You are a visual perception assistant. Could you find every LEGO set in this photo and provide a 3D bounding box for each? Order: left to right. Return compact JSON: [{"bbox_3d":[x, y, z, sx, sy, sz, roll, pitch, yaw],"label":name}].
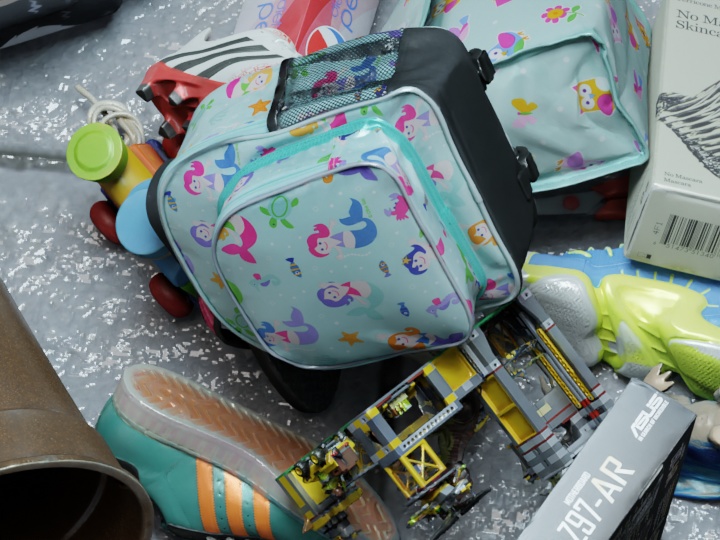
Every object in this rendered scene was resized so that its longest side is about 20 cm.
[{"bbox_3d":[0.060,0.111,1.577,0.116,0.154,0.200,53,46,3],"label":"LEGO set"}]

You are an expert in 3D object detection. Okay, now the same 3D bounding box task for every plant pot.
[{"bbox_3d":[-0.252,0.106,1.614,0.200,0.200,0.198,-23,55,-8],"label":"plant pot"}]

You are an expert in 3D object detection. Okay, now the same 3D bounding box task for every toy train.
[{"bbox_3d":[-0.156,-0.067,1.722,0.085,0.116,0.200,-43,66,5],"label":"toy train"}]

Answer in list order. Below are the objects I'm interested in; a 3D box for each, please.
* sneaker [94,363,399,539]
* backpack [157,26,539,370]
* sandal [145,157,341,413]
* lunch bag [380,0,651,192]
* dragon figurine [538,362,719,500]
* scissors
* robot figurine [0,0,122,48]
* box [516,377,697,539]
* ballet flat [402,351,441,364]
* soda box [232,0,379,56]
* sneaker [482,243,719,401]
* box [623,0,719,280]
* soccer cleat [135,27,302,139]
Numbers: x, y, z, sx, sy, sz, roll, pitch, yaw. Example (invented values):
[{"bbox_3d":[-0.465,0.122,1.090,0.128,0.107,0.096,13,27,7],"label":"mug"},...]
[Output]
[{"bbox_3d":[-0.074,0.138,1.650,0.200,0.080,0.071,30,27,2],"label":"sneaker"},{"bbox_3d":[-0.015,-0.034,1.550,0.200,0.178,0.151,-9,36,28],"label":"backpack"},{"bbox_3d":[-0.076,0.009,1.667,0.045,0.200,0.075,-11,38,40],"label":"sandal"},{"bbox_3d":[0.078,-0.123,1.705,0.200,0.122,0.170,-16,30,18],"label":"lunch bag"},{"bbox_3d":[0.210,0.105,1.644,0.200,0.099,0.059,-1,62,26],"label":"dragon figurine"},{"bbox_3d":[0.152,-0.040,1.751,0.200,0.014,0.073,-16,64,-6],"label":"scissors"},{"bbox_3d":[-0.236,-0.216,1.817,0.200,0.150,0.125,-18,84,-6],"label":"robot figurine"},{"bbox_3d":[0.125,0.169,1.536,0.043,0.200,0.160,32,69,15],"label":"box"},{"bbox_3d":[0.000,0.000,1.714,0.200,0.064,0.067,51,35,3],"label":"ballet flat"},{"bbox_3d":[-0.039,-0.162,1.790,0.070,0.063,0.200,-8,54,39],"label":"soda box"},{"bbox_3d":[0.173,0.013,1.698,0.200,0.076,0.105,21,53,7],"label":"sneaker"},{"bbox_3d":[0.219,-0.088,1.703,0.082,0.068,0.200,12,45,-3],"label":"box"},{"bbox_3d":[-0.053,-0.116,1.670,0.200,0.069,0.085,10,48,42],"label":"soccer cleat"}]
